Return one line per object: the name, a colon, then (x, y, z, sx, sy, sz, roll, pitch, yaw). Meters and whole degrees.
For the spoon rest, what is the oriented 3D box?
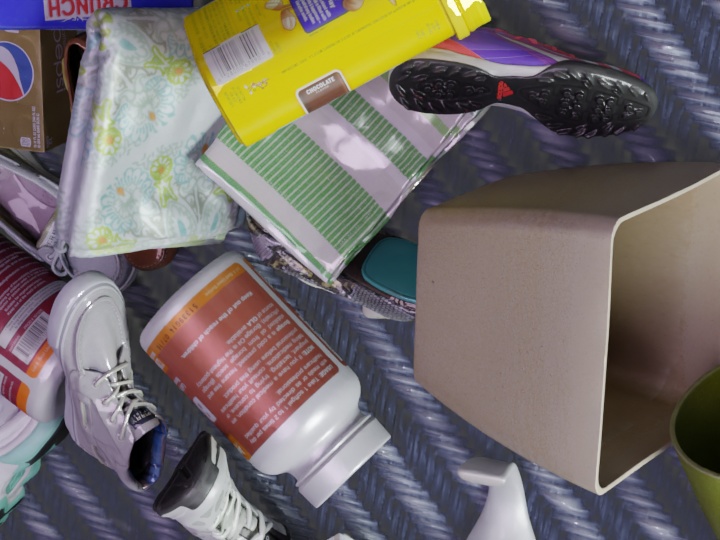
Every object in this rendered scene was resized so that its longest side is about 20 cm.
spoon rest: (0.112, 0.231, 1.671, 0.099, 0.061, 0.200, 10, 123, 22)

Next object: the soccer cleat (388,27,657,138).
soccer cleat: (0.122, -0.148, 1.534, 0.200, 0.073, 0.068, 7, 136, 0)

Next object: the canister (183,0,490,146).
canister: (-0.021, -0.184, 1.502, 0.200, 0.149, 0.087, -28, 119, 3)

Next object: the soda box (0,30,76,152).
soda box: (-0.275, -0.202, 1.693, 0.068, 0.064, 0.200, 7, 108, 21)

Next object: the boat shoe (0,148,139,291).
boat shoe: (-0.274, -0.050, 1.738, 0.202, 0.065, 0.074, 42, 118, 6)

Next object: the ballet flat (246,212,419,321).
ballet flat: (0.000, 0.000, 1.643, 0.200, 0.072, 0.072, 25, 114, 15)

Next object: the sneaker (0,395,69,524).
sneaker: (-0.354, 0.151, 1.835, 0.140, 0.078, 0.200, 42, 108, 8)

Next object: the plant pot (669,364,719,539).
plant pot: (0.337, 0.180, 1.496, 0.187, 0.187, 0.200, -6, 118, 25)

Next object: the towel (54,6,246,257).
towel: (-0.148, -0.108, 1.608, 0.048, 0.171, 0.200, 31, 118, 39)

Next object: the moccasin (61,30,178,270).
moccasin: (-0.196, -0.096, 1.683, 0.074, 0.078, 0.202, -3, 104, 24)

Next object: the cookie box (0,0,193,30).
cookie box: (-0.216, -0.289, 1.590, 0.171, 0.075, 0.200, -1, 109, -14)

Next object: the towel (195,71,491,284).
towel: (-0.013, -0.110, 1.592, 0.153, 0.023, 0.200, 41, 97, 7)

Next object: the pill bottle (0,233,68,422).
pill bottle: (-0.313, 0.030, 1.754, 0.200, 0.110, 0.110, 36, 117, 13)

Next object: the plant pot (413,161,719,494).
plant pot: (0.149, 0.021, 1.516, 0.177, 0.200, 0.200, 13, 111, 33)

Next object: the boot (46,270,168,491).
boot: (-0.194, 0.093, 1.667, 0.096, 0.074, 0.200, 39, 149, 29)

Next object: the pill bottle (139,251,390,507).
pill bottle: (-0.074, 0.091, 1.668, 0.200, 0.112, 0.112, 46, 118, 5)

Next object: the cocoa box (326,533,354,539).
cocoa box: (-0.043, 0.332, 1.692, 0.200, 0.131, 0.133, -31, 131, 28)

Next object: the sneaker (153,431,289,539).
sneaker: (-0.102, 0.194, 1.682, 0.115, 0.201, 0.076, 33, 79, -2)
